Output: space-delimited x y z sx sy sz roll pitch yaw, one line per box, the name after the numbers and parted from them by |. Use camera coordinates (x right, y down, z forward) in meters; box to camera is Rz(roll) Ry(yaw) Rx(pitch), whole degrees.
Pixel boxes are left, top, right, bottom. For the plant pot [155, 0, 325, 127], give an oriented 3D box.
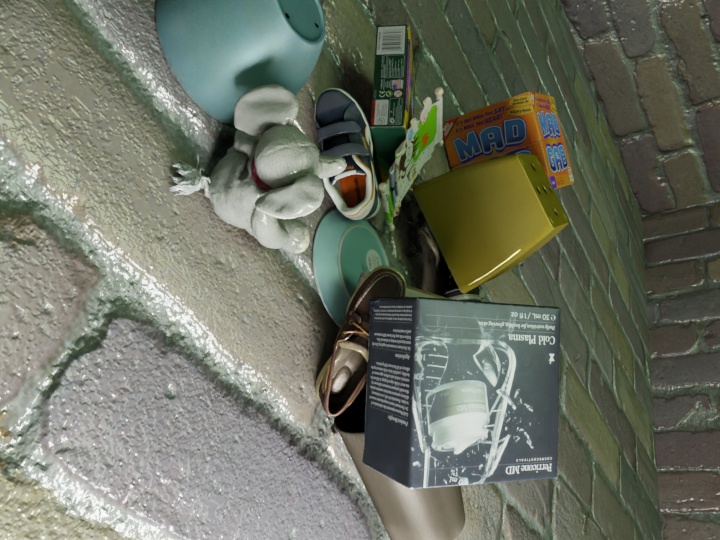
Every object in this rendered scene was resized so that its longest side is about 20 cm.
-0.122 -0.292 0.722 0.200 0.134 0.201 24 60 -50 | plant pot

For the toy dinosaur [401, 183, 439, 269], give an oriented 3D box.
0.106 -0.074 1.068 0.201 0.047 0.088 68 28 -19 | toy dinosaur

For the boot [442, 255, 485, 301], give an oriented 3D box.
0.178 -0.010 1.115 0.203 0.073 0.154 -4 81 -71 | boot

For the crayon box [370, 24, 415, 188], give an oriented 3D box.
0.058 -0.265 0.988 0.173 0.058 0.201 72 20 -65 | crayon box

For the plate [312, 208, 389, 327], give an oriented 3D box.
0.000 0.000 0.903 0.200 0.026 0.201 24 60 -49 | plate

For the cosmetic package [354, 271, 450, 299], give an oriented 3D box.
0.082 0.079 0.826 0.071 0.199 0.106 -130 -121 -83 | cosmetic package

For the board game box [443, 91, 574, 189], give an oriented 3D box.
0.324 -0.255 1.307 0.200 0.199 0.201 -19 95 -56 | board game box

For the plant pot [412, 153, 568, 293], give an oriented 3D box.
0.240 -0.101 1.037 0.200 0.176 0.201 -16 79 -59 | plant pot

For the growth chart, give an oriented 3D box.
0.081 -0.173 0.929 0.200 0.018 0.145 -59 159 -14 | growth chart

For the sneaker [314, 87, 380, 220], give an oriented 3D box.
-0.021 -0.171 0.866 0.079 0.078 0.201 -27 99 -73 | sneaker

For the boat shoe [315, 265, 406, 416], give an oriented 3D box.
0.002 0.091 0.748 0.072 0.200 0.072 28 5 -7 | boat shoe

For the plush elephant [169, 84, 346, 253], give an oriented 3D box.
-0.093 -0.114 0.684 0.200 0.154 0.165 -1 80 -56 | plush elephant

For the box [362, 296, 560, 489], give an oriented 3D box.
0.117 0.134 0.697 0.199 0.124 0.197 5 86 -24 | box

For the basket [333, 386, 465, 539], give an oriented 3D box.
0.068 0.264 0.823 0.180 0.136 0.201 -28 107 -43 | basket
